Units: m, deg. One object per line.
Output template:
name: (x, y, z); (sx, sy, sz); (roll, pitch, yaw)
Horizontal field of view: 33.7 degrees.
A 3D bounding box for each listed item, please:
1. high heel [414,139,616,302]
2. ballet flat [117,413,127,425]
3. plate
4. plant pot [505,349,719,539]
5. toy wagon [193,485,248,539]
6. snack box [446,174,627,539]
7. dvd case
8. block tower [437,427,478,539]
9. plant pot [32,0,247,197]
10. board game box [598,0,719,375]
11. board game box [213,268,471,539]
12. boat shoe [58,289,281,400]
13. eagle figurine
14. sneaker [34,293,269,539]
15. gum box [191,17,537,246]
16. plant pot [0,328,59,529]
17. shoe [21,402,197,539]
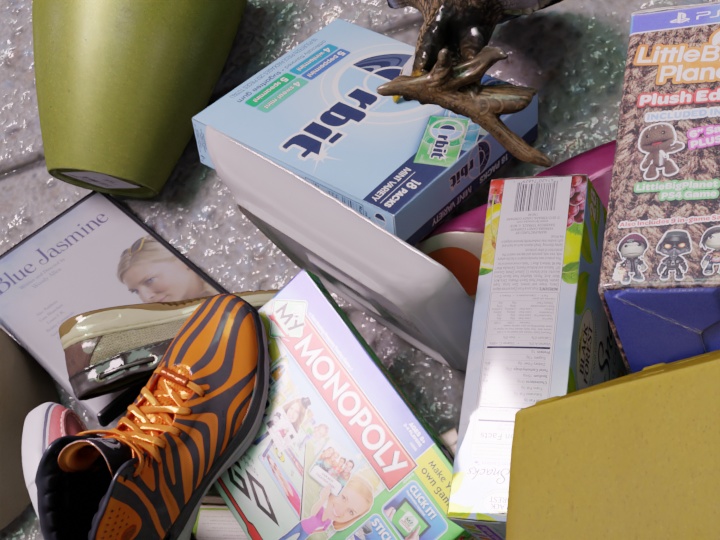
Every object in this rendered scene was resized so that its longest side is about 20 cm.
high heel: (0.115, -0.036, 0.846); (0.197, 0.068, 0.097); (-12, 34, 24)
ballet flat: (-0.082, 0.115, 0.832); (0.197, 0.057, 0.068); (-7, 81, 19)
plate: (0.000, 0.000, 0.775); (0.199, 0.200, 0.033); (32, 82, 28)
plant pot: (0.181, 0.127, 0.561); (0.199, 0.198, 0.179); (-22, 80, 43)
toy wagon: (-0.122, 0.218, 0.836); (0.153, 0.040, 0.203); (-3, 66, 25)
snack box: (0.119, 0.071, 0.713); (0.067, 0.169, 0.203); (-3, 65, 26)
dvd case: (-0.207, 0.021, 0.950); (0.142, 0.018, 0.199); (-39, 54, -23)
block tower: (0.080, 0.203, 0.738); (0.057, 0.054, 0.202); (-27, 59, 12)
plant pot: (-0.194, -0.169, 0.987); (0.184, 0.187, 0.204); (5, 82, 27)
board game box: (0.212, -0.030, 0.701); (0.095, 0.160, 0.202); (-2, 54, 24)
board game box: (-0.026, 0.118, 0.761); (0.134, 0.029, 0.201); (-42, 66, 7)
boat shoe: (-0.117, 0.056, 0.869); (0.196, 0.073, 0.066); (-8, 78, -8)
eagle figurine: (0.066, -0.178, 0.832); (0.149, 0.153, 0.202); (-13, 42, 24)
sneaker: (-0.125, 0.099, 0.724); (0.077, 0.112, 0.203); (15, 77, 24)
gum box: (0.003, -0.106, 0.883); (0.198, 0.045, 0.170); (28, 52, 32)
plant pot: (-0.340, 0.085, 0.876); (0.184, 0.201, 0.190); (-2, 59, 4)
shoe: (-0.166, 0.170, 0.818); (0.090, 0.071, 0.202); (-26, 63, 10)
